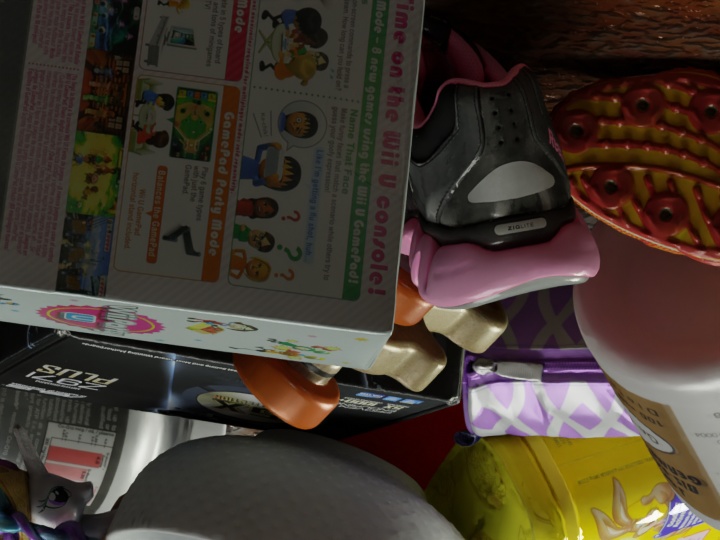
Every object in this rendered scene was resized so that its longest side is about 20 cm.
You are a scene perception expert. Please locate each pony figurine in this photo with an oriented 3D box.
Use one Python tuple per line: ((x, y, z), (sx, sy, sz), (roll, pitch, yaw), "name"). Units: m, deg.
((-0.127, 0.188, 1.419), (0.200, 0.193, 0.167), (8, -164, -8), "pony figurine")

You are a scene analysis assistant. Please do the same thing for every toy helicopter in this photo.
((0.000, 0.000, 1.090), (0.079, 0.132, 0.200), (-47, 153, 17), "toy helicopter")

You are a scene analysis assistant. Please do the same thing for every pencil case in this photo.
((0.141, 0.041, 1.218), (0.200, 0.084, 0.085), (-2, 174, 17), "pencil case")

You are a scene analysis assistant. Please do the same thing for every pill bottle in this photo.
((-0.187, 0.084, 1.474), (0.200, 0.116, 0.116), (12, 165, -22), "pill bottle")
((0.173, 0.050, 1.068), (0.114, 0.114, 0.200), (-1, 146, 27), "pill bottle")

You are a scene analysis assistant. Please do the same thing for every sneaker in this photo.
((0.166, -0.031, 0.949), (0.200, 0.073, 0.077), (9, 176, -1), "sneaker")
((0.032, -0.050, 0.929), (0.079, 0.095, 0.200), (-16, -166, -12), "sneaker")

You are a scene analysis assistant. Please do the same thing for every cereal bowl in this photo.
((-0.025, 0.137, 1.287), (0.200, 0.083, 0.200), (18, 160, 7), "cereal bowl")

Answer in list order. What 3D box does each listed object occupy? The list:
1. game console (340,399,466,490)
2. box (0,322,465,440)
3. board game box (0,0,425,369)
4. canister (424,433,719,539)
((0.033, 0.110, 1.480), (0.200, 0.119, 0.172), (13, 164, -26), "game console")
((-0.069, 0.019, 1.218), (0.200, 0.086, 0.164), (11, 166, -21), "box")
((-0.084, -0.056, 0.782), (0.200, 0.148, 0.064), (8, 165, -5), "board game box")
((0.142, 0.118, 1.344), (0.200, 0.087, 0.149), (-15, 155, -25), "canister")
